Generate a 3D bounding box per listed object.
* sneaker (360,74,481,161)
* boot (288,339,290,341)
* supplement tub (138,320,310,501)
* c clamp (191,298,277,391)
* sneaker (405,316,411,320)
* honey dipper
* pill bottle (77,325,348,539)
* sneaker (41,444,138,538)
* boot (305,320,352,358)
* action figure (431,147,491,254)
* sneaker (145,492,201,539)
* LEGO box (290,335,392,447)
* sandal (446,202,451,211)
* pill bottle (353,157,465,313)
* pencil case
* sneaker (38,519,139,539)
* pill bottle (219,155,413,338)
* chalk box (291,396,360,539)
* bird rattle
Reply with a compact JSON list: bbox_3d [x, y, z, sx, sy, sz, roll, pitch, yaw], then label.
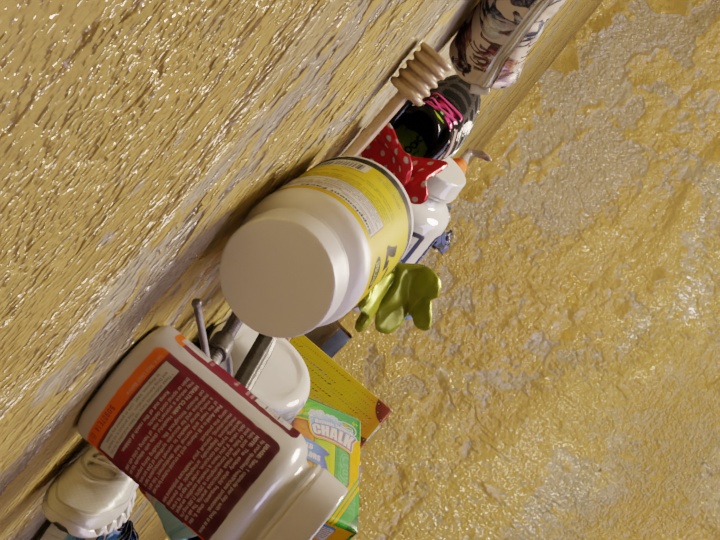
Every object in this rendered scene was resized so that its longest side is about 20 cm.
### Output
[{"bbox_3d":[0.071,-0.148,1.507,0.200,0.074,0.087,-43,179,-34],"label":"sneaker"},{"bbox_3d":[-0.121,0.082,1.610,0.175,0.066,0.200,-59,179,-23],"label":"boot"},{"bbox_3d":[-0.147,0.155,1.477,0.200,0.122,0.123,-53,176,34],"label":"supplement tub"},{"bbox_3d":[-0.104,0.052,1.327,0.200,0.027,0.171,-60,156,-55],"label":"c clamp"},{"bbox_3d":[0.000,0.000,1.618,0.078,0.070,0.200,-35,134,-3],"label":"sneaker"},{"bbox_3d":[0.005,-0.117,1.304,0.200,0.038,0.038,-50,177,6],"label":"honey dipper"},{"bbox_3d":[-0.115,0.148,1.155,0.114,0.200,0.114,-50,176,-5],"label":"pill bottle"},{"bbox_3d":[-0.208,0.157,1.256,0.200,0.075,0.081,-49,163,-59],"label":"sneaker"},{"bbox_3d":[-0.101,0.128,1.992,0.200,0.097,0.075,-52,176,7],"label":"boot"},{"bbox_3d":[0.081,-0.108,1.893,0.193,0.105,0.200,-45,153,-12],"label":"action figure"},{"bbox_3d":[-0.153,0.251,1.401,0.074,0.082,0.200,-30,157,1],"label":"sneaker"},{"bbox_3d":[-0.069,0.154,1.831,0.077,0.200,0.149,-49,177,-17],"label":"LEGO box"},{"bbox_3d":[0.038,-0.034,1.826,0.200,0.043,0.076,-45,162,27],"label":"sandal"},{"bbox_3d":[0.034,-0.054,1.715,0.200,0.111,0.111,-52,176,25],"label":"pill bottle"},{"bbox_3d":[0.155,-0.255,1.413,0.200,0.078,0.090,125,-15,-55],"label":"pencil case"},{"bbox_3d":[-0.239,0.237,1.402,0.200,0.090,0.078,-57,174,28],"label":"sneaker"},{"bbox_3d":[-0.034,-0.020,1.177,0.114,0.114,0.200,-52,176,23],"label":"pill bottle"},{"bbox_3d":[-0.080,0.215,1.595,0.124,0.124,0.200,-49,-152,38],"label":"chalk box"},{"bbox_3d":[-0.006,-0.035,1.359,0.163,0.201,0.112,-15,164,34],"label":"bird rattle"}]
